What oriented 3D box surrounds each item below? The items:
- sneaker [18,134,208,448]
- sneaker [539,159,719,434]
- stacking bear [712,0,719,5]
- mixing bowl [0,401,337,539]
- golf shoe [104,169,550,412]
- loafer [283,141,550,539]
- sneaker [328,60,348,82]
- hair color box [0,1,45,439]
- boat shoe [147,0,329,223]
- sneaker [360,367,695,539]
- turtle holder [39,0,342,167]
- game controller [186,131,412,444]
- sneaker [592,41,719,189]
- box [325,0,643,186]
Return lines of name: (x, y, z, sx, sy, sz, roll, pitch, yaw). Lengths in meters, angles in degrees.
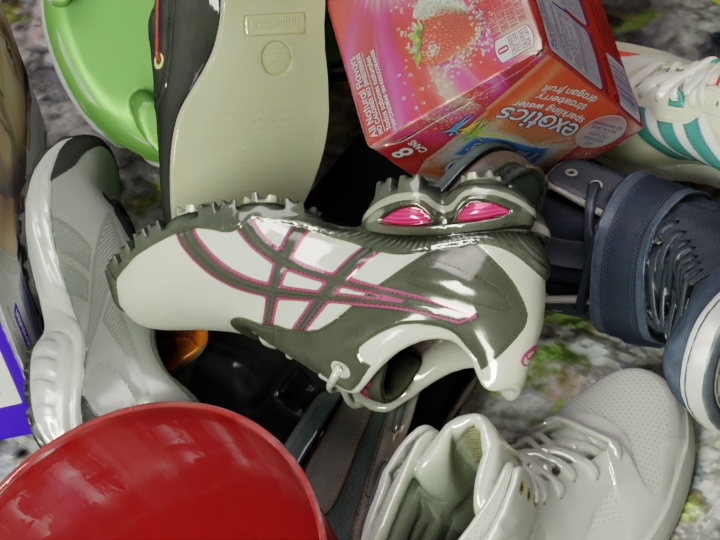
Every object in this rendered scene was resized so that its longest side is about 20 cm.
sneaker: (-0.108, 0.015, 1.270, 0.079, 0.074, 0.201, -17, 46, 6)
sneaker: (0.124, 0.010, 1.191, 0.146, 0.077, 0.202, 15, 16, 21)
stacking bear: (0.197, -0.166, 1.306, 0.121, 0.114, 0.200, 4, 25, -6)
mixing bowl: (-0.070, 0.164, 1.096, 0.200, 0.108, 0.201, -19, 52, 25)
golf shoe: (-0.019, 0.014, 1.158, 0.199, 0.077, 0.088, -7, 73, 26)
loafer: (0.033, 0.042, 1.201, 0.063, 0.072, 0.200, 25, 82, 39)
sneaker: (0.055, -0.135, 1.386, 0.200, 0.090, 0.070, -25, 60, 25)
hair color box: (-0.186, -0.029, 1.308, 0.065, 0.109, 0.200, -11, 48, 3)
boat shoe: (-0.057, -0.096, 1.248, 0.073, 0.202, 0.063, 2, 7, -32)
sneaker: (0.072, 0.088, 1.148, 0.074, 0.116, 0.200, 21, 54, 29)
turtle holder: (-0.097, -0.133, 1.339, 0.185, 0.132, 0.141, 41, 82, -4)
game controller: (0.000, 0.000, 1.300, 0.104, 0.042, 0.200, 13, 51, 40)
sneaker: (0.167, -0.079, 1.289, 0.199, 0.094, 0.070, 29, 60, 31)
box: (0.042, -0.139, 1.275, 0.095, 0.100, 0.200, -28, 59, 21)
